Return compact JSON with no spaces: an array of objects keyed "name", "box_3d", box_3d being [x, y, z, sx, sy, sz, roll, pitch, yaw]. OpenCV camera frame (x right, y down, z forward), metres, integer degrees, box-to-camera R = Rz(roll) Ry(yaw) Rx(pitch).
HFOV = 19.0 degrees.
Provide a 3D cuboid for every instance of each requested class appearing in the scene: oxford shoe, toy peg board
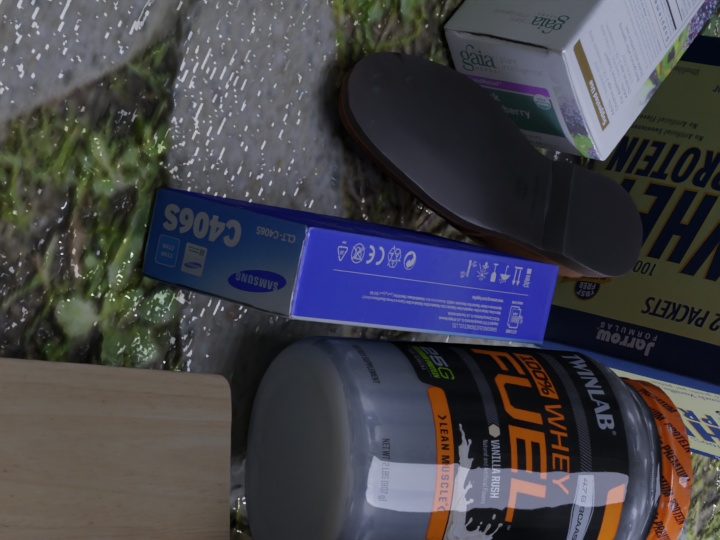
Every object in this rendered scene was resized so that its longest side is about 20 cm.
[{"name":"oxford shoe","box_3d":[0.053,-0.045,1.100,0.200,0.071,0.072,32,64,-34]},{"name":"toy peg board","box_3d":[-0.155,0.140,0.894,0.200,0.097,0.200,9,79,-53]}]

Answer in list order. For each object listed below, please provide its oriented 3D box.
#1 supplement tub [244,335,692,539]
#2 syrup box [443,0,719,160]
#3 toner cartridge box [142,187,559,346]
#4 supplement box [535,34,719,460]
[{"name":"supplement tub","box_3d":[0.054,0.097,1.046,0.199,0.122,0.123,3,99,-28]},{"name":"syrup box","box_3d":[0.136,-0.157,1.151,0.200,0.078,0.082,-53,137,-26]},{"name":"toner cartridge box","box_3d":[0.000,0.000,1.019,0.200,0.095,0.043,8,94,-51]},{"name":"supplement box","box_3d":[0.229,-0.003,1.268,0.200,0.134,0.201,36,73,-50]}]
